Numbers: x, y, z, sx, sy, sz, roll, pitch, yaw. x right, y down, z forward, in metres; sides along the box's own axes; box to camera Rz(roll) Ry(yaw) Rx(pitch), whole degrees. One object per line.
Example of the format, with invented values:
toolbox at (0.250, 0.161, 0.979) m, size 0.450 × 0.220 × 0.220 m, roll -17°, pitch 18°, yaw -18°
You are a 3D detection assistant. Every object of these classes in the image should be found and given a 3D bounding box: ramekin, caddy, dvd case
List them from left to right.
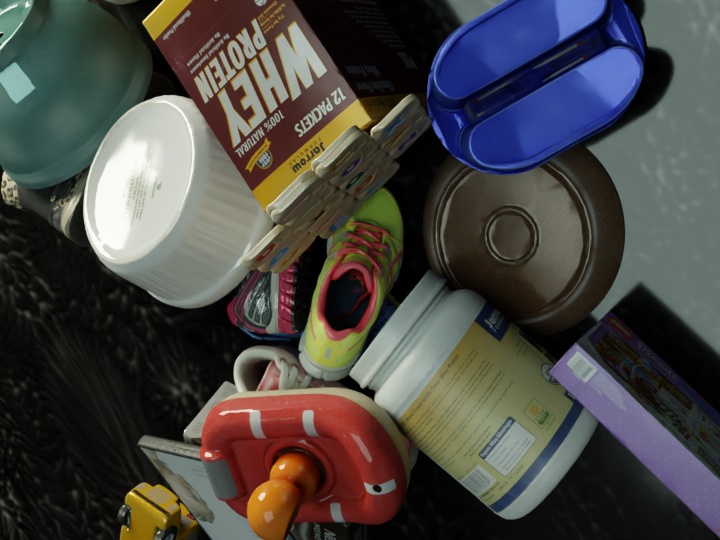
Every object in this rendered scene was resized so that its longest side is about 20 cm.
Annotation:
ramekin at (-0.178, -0.072, 1.037) m, size 0.200 × 0.094 × 0.206 m, roll -13°, pitch 68°, yaw 35°
dvd case at (-0.136, 0.251, 1.131) m, size 0.141 × 0.018 × 0.201 m, roll 2°, pitch 133°, yaw 42°
caddy at (0.151, -0.169, 0.943) m, size 0.198 × 0.105 × 0.143 m, roll -28°, pitch 92°, yaw 9°

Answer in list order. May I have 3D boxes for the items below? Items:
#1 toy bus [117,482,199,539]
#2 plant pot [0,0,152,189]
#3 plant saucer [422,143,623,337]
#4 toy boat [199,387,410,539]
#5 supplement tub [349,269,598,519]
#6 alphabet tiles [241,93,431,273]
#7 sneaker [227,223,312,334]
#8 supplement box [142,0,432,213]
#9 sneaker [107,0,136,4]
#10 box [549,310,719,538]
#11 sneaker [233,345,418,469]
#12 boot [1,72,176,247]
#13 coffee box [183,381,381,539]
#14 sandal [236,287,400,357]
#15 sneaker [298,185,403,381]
toy bus at (-0.229, 0.327, 1.222) m, size 0.065 × 0.078 × 0.203 m, roll 26°, pitch 120°, yaw 26°
plant pot at (-0.328, -0.204, 1.102) m, size 0.198 × 0.134 × 0.203 m, roll -19°, pitch 49°, yaw 23°
plant saucer at (0.144, -0.034, 1.015) m, size 0.197 × 0.034 × 0.204 m, roll 6°, pitch 103°, yaw 26°
toy boat at (-0.057, 0.184, 0.953) m, size 0.197 × 0.131 × 0.132 m, roll -6°, pitch 117°, yaw 22°
supplement tub at (0.102, 0.109, 0.985) m, size 0.199 × 0.144 × 0.145 m, roll 39°, pitch 114°, yaw 3°
alphabet tiles at (-0.018, -0.072, 0.925) m, size 0.196 × 0.200 × 0.015 m, roll -45°, pitch 81°, yaw 6°
sneaker at (-0.086, -0.039, 1.056) m, size 0.073 × 0.081 × 0.203 m, roll 0°, pitch 68°, yaw 12°
supplement box at (-0.051, -0.183, 0.989) m, size 0.132 × 0.197 × 0.201 m, roll -36°, pitch 84°, yaw 26°
sneaker at (-0.211, -0.326, 1.097) m, size 0.198 × 0.099 × 0.076 m, roll -24°, pitch 87°, yaw 26°
box at (0.260, 0.129, 0.930) m, size 0.200 × 0.136 × 0.039 m, roll 45°, pitch 114°, yaw 12°
sneaker at (-0.043, 0.134, 1.034) m, size 0.199 × 0.104 × 0.076 m, roll 33°, pitch 98°, yaw 32°
boot at (-0.294, -0.132, 1.170) m, size 0.149 × 0.073 × 0.202 m, roll 17°, pitch 77°, yaw 38°
coffee box at (-0.076, 0.214, 1.119) m, size 0.198 × 0.080 × 0.114 m, roll 24°, pitch 143°, yaw 21°
sandal at (-0.049, 0.049, 1.097) m, size 0.197 × 0.087 × 0.081 m, roll 8°, pitch 102°, yaw 23°
sneaker at (0.000, 0.000, 1.019) m, size 0.077 × 0.091 × 0.203 m, roll 15°, pitch 65°, yaw -1°
